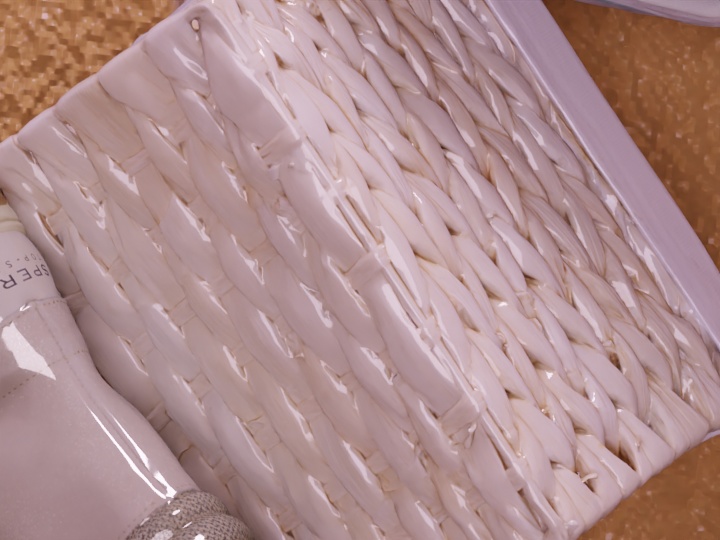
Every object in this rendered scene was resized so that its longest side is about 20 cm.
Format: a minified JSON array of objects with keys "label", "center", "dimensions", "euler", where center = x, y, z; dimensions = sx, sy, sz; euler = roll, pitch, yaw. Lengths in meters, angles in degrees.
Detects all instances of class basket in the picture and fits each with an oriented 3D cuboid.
[{"label":"basket","center":[0.000,0.000,0.830],"dimensions":[0.136,0.123,0.200],"euler":[-32,92,42]}]

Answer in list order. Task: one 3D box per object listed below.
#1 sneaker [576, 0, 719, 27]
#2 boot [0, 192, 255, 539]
[{"label":"sneaker","center":[0.135,-0.099,0.847],"dimensions":[0.200,0.080,0.071],"euler":[-1,107,8]},{"label":"boot","center":[-0.103,0.087,0.838],"dimensions":[0.155,0.072,0.200],"euler":[49,143,16]}]
